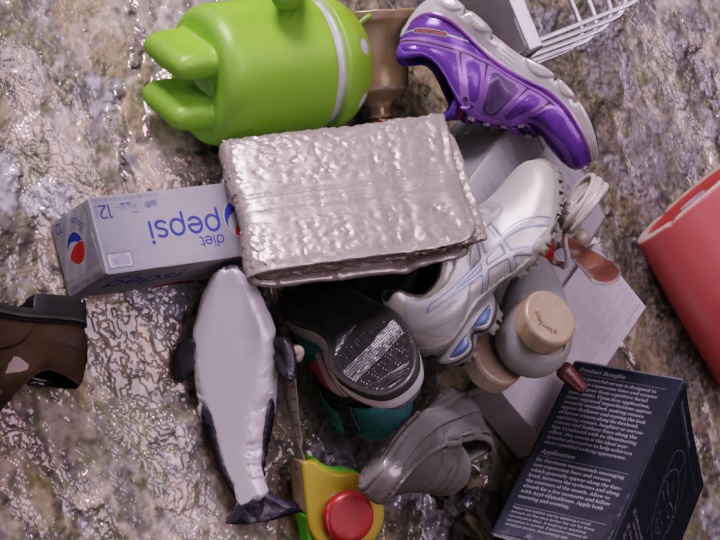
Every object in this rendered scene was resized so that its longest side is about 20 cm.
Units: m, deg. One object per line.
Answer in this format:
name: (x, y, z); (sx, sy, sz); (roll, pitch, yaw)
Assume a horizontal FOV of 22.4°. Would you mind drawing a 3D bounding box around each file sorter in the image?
file sorter: (0.156, -0.261, 1.640); (0.124, 0.200, 0.140); (-22, 89, -10)

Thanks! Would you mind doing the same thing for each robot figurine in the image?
robot figurine: (-0.077, -0.166, 1.500); (0.199, 0.116, 0.177); (-10, 118, -31)

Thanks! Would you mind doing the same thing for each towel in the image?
towel: (-0.007, -0.057, 1.443); (0.198, 0.035, 0.133); (-7, 58, -14)

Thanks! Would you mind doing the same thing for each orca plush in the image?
orca plush: (-0.081, 0.097, 1.449); (0.071, 0.105, 0.201); (-1, 70, -69)

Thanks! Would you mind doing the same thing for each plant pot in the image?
plant pot: (0.377, -0.005, 1.765); (0.178, 0.200, 0.200); (49, 52, 0)

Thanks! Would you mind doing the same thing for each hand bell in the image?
hand bell: (0.017, -0.122, 1.601); (0.104, 0.104, 0.202); (-5, 91, -38)

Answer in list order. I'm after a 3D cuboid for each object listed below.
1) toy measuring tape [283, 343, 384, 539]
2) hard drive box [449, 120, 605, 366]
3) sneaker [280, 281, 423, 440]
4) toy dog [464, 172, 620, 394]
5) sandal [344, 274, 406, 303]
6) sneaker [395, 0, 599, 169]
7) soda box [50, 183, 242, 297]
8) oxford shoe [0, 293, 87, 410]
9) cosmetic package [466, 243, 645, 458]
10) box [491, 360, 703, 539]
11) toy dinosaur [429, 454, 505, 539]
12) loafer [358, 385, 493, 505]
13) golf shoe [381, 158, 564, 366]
toy measuring tape: (-0.020, 0.155, 1.458); (0.073, 0.073, 0.202); (-10, 96, -39)
hard drive box: (0.118, -0.040, 1.616); (0.200, 0.076, 0.156); (-53, 123, -37)
sneaker: (0.010, 0.091, 1.461); (0.083, 0.200, 0.121); (-34, 120, -8)
toy dog: (0.169, 0.027, 1.532); (0.096, 0.132, 0.201); (36, 69, -14)
sandal: (0.000, 0.000, 1.528); (0.201, 0.081, 0.055); (58, 34, -22)
sneaker: (0.115, -0.146, 1.558); (0.200, 0.081, 0.084); (37, 81, 1)
soda box: (-0.140, -0.027, 1.445); (0.199, 0.068, 0.064); (-8, 78, -39)
oxford shoe: (-0.281, 0.062, 1.307); (0.199, 0.072, 0.085); (1, 76, -37)
cosmetic package: (0.180, 0.072, 1.665); (0.083, 0.051, 0.200); (49, 53, -11)
box: (0.209, 0.204, 1.566); (0.201, 0.106, 0.149); (-58, 145, -35)
toy dinosaur: (0.095, 0.216, 1.559); (0.088, 0.047, 0.202); (-4, 81, -45)
loafer: (0.059, 0.149, 1.466); (0.070, 0.070, 0.200); (46, 27, 8)
golf shoe: (0.092, -0.024, 1.482); (0.097, 0.078, 0.201); (41, 69, -25)
